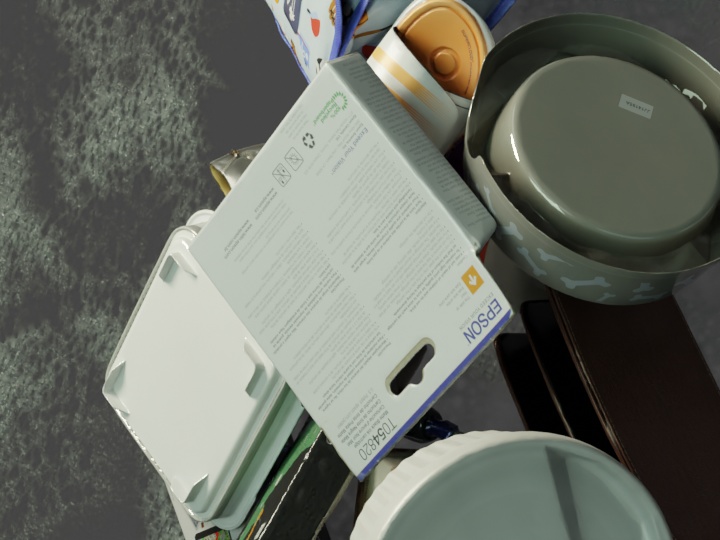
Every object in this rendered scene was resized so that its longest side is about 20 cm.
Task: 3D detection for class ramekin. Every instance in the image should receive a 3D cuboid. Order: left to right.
[{"bbox_3d":[0.082,0.188,1.444,0.094,0.201,0.204,-154,71,-72],"label":"ramekin"}]

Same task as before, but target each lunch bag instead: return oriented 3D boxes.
[{"bbox_3d":[0.018,-0.216,1.625,0.200,0.123,0.170,-50,37,18],"label":"lunch bag"}]

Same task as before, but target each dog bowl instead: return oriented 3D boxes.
[{"bbox_3d":[0.155,-0.066,1.520,0.201,0.199,0.059,58,148,22],"label":"dog bowl"}]

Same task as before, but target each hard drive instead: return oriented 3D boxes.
[{"bbox_3d":[-0.057,0.183,1.677,0.038,0.140,0.201,31,72,-5],"label":"hard drive"}]

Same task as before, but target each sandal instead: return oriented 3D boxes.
[{"bbox_3d":[0.015,-0.080,1.555,0.079,0.059,0.207,35,109,1],"label":"sandal"}]

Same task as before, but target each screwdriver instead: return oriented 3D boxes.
[{"bbox_3d":[0.076,0.118,1.660,0.199,0.028,0.029,19,137,48],"label":"screwdriver"}]

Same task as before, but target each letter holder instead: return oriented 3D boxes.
[{"bbox_3d":[0.159,0.106,1.541,0.100,0.142,0.201,-36,69,33],"label":"letter holder"}]

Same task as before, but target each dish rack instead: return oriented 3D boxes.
[{"bbox_3d":[-0.118,0.076,1.757,0.172,0.043,0.201,51,131,28],"label":"dish rack"}]

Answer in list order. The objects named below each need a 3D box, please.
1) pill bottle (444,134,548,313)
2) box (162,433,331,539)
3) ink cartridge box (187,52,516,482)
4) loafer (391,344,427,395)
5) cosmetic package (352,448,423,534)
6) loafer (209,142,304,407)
[{"bbox_3d":[0.063,-0.061,1.637,0.199,0.112,0.113,33,110,34],"label":"pill bottle"},{"bbox_3d":[-0.099,0.144,1.817,0.110,0.035,0.201,-32,70,34],"label":"box"},{"bbox_3d":[0.000,0.000,1.531,0.201,0.040,0.200,54,132,14],"label":"ink cartridge box"},{"bbox_3d":[-0.027,0.043,1.746,0.199,0.071,0.073,31,139,40],"label":"loafer"},{"bbox_3d":[0.065,0.186,1.593,0.200,0.087,0.104,-160,75,-70],"label":"cosmetic package"},{"bbox_3d":[-0.056,0.005,1.657,0.073,0.072,0.201,101,160,-61],"label":"loafer"}]
